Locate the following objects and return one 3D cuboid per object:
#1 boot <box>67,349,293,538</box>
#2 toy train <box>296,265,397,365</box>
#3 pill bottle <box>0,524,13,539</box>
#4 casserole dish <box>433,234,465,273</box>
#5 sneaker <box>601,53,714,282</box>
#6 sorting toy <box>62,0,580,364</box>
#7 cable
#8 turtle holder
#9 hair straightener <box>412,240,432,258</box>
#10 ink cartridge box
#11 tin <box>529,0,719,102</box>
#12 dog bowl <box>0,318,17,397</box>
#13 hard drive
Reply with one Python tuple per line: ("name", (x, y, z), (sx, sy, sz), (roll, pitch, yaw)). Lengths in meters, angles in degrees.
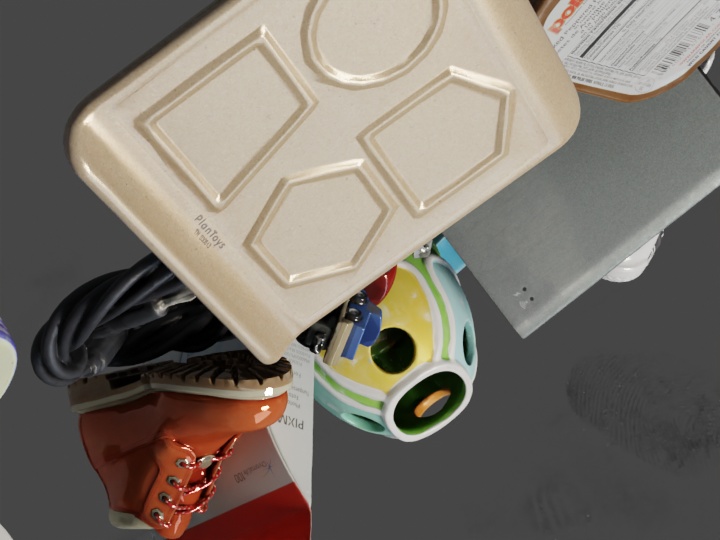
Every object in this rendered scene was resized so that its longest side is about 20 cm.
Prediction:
("boot", (-0.101, 0.105, 0.943), (0.074, 0.109, 0.199), (-8, 176, -39))
("toy train", (0.000, 0.000, 0.951), (0.201, 0.045, 0.034), (-69, -178, -61))
("pill bottle", (-0.309, 0.238, 1.025), (0.200, 0.114, 0.113), (-43, 167, 30))
("casserole dish", (0.067, -0.029, 1.256), (0.120, 0.039, 0.200), (-27, 165, -38))
("sneaker", (0.189, -0.100, 1.075), (0.115, 0.074, 0.202), (97, 7, -64))
("sorting toy", (-0.010, -0.069, 0.697), (0.199, 0.037, 0.185), (-39, 137, 2))
("cable", (-0.107, 0.029, 0.880), (0.162, 0.051, 0.200), (-23, 173, -20))
("turtle holder", (0.016, 0.034, 1.088), (0.140, 0.132, 0.187), (-21, 143, -20))
("hair straightener", (0.015, -0.043, 0.950), (0.199, 0.077, 0.041), (-13, 138, -57))
("ink cartridge box", (-0.094, 0.134, 0.996), (0.047, 0.202, 0.159), (22, 146, -33))
("tin", (0.155, -0.151, 0.903), (0.199, 0.042, 0.112), (3, 134, -51))
("dog bowl", (-0.230, 0.050, 0.579), (0.199, 0.079, 0.200), (-35, 169, -8))
("hard drive", (0.143, -0.072, 1.036), (0.199, 0.140, 0.033), (-39, 175, 16))
